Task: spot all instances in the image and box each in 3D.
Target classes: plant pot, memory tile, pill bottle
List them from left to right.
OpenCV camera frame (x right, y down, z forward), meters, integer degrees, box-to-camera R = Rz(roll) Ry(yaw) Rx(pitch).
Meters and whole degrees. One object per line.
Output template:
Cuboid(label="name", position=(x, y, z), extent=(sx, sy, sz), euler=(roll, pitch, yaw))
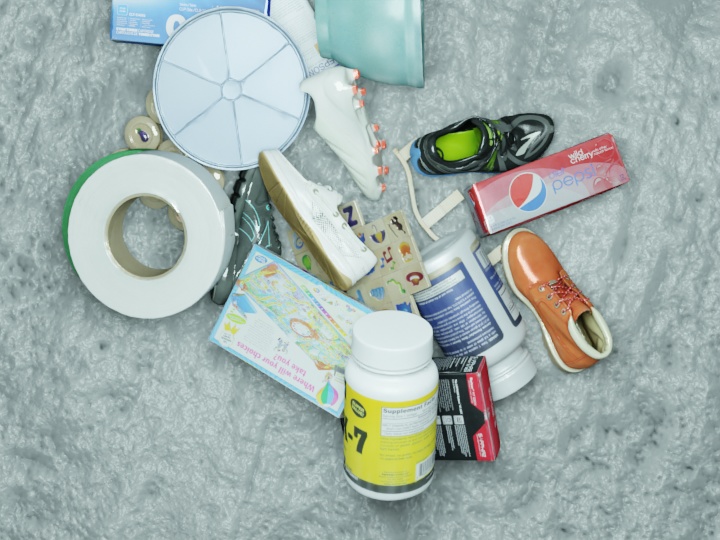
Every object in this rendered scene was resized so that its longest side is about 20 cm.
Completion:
Cuboid(label="memory tile", position=(-0.227, -0.165, 1.658), extent=(0.152, 0.017, 0.201), euler=(36, 105, 0))
Cuboid(label="plant pot", position=(0.012, -0.326, 1.590), extent=(0.132, 0.200, 0.204), euler=(-2, 89, 4))
Cuboid(label="pill bottle", position=(0.036, 0.158, 1.516), extent=(0.112, 0.115, 0.203), euler=(2, 116, 1))
Cuboid(label="pill bottle", position=(0.141, 0.059, 1.620), extent=(0.110, 0.111, 0.202), euler=(-31, 98, 1))

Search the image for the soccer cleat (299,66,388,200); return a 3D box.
Cuboid(label="soccer cleat", position=(-0.017, -0.171, 1.620), extent=(0.076, 0.070, 0.202), euler=(-7, 131, 16))

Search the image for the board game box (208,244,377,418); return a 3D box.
Cuboid(label="board game box", position=(-0.075, 0.074, 1.591), extent=(0.198, 0.034, 0.136), euler=(29, 94, 16))

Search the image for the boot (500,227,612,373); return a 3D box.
Cuboid(label="boot", position=(0.252, 0.030, 1.621), extent=(0.074, 0.107, 0.202), euler=(-30, 89, -16))

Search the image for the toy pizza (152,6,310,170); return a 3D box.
Cuboid(label="toy pizza", position=(-0.160, -0.227, 1.604), extent=(0.197, 0.032, 0.204), euler=(0, 102, -2))

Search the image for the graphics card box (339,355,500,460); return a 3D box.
Cuboid(label="graphics card box", position=(0.070, 0.174, 1.606), extent=(0.197, 0.051, 0.127), euler=(-4, 113, 21))

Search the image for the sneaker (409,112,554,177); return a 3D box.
Cuboid(label="sneaker", position=(0.161, -0.159, 1.632), extent=(0.197, 0.083, 0.072), euler=(-11, 87, -17))

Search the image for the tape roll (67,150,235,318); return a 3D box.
Cuboid(label="tape roll", position=(-0.256, -0.046, 1.589), extent=(0.199, 0.071, 0.206), euler=(1, 98, 6))

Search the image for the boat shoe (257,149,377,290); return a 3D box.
Cuboid(label="boat shoe", position=(-0.052, -0.074, 1.593), extent=(0.069, 0.071, 0.201), euler=(-34, 87, -16))

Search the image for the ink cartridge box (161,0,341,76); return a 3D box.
Cuboid(label="ink cartridge box", position=(-0.153, -0.303, 1.668), extent=(0.198, 0.041, 0.202), euler=(-30, 93, 1))

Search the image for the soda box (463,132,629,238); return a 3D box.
Cuboid(label="soda box", position=(0.236, -0.108, 1.635), extent=(0.197, 0.063, 0.071), euler=(-21, 88, -7))

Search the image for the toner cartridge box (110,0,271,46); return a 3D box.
Cuboid(label="toner cartridge box", position=(-0.214, -0.329, 1.624), extent=(0.196, 0.043, 0.097), euler=(4, 94, -1))

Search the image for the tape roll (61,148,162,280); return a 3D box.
Cuboid(label="tape roll", position=(-0.282, -0.054, 1.650), extent=(0.197, 0.048, 0.204), euler=(1, 100, 6))

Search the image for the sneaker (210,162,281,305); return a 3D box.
Cuboid(label="sneaker", position=(-0.139, -0.050, 1.662), extent=(0.078, 0.075, 0.203), euler=(13, 96, -13))

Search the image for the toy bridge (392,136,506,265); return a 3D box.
Cuboid(label="toy bridge", position=(0.105, -0.079, 1.669), extent=(0.067, 0.027, 0.201), euler=(-39, 90, 1))

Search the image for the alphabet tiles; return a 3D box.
Cuboid(label="alphabet tiles", position=(0.000, 0.000, 1.617), extent=(0.199, 0.007, 0.170), euler=(-22, 88, 42))
